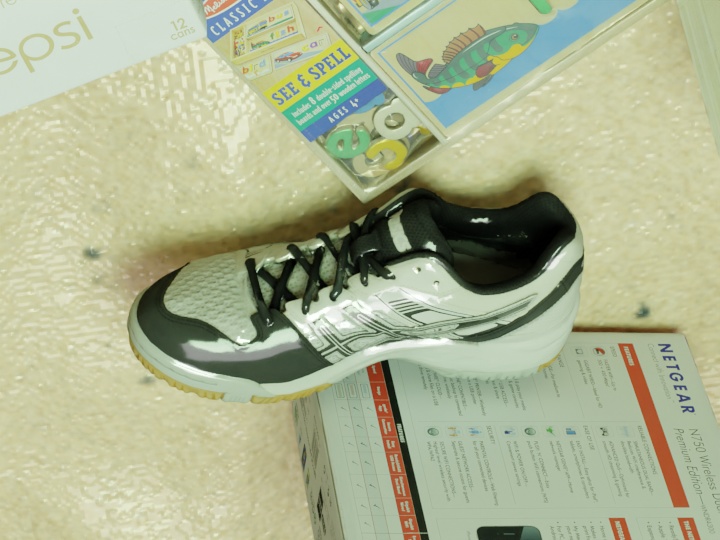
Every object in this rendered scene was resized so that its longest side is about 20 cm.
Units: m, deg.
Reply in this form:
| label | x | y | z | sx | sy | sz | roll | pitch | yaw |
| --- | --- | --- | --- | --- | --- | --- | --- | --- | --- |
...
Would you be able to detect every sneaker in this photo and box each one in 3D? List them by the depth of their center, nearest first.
| label | x | y | z | sx | sy | sz | roll | pitch | yaw |
| --- | --- | --- | --- | --- | --- | --- | --- | --- | --- |
| sneaker | 0.000 | 0.000 | 1.134 | 0.199 | 0.076 | 0.088 | -6 | 142 | -18 |

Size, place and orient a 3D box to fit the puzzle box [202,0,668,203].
| label | x | y | z | sx | sy | sz | roll | pitch | yaw |
| --- | --- | --- | --- | --- | --- | --- | --- | --- | --- |
| puzzle box | 0.040 | -0.125 | 1.078 | 0.200 | 0.025 | 0.133 | -34 | 125 | 17 |

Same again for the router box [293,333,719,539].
| label | x | y | z | sx | sy | sz | roll | pitch | yaw |
| --- | --- | --- | --- | --- | --- | --- | --- | --- | --- |
| router box | 0.072 | 0.106 | 1.143 | 0.179 | 0.200 | 0.049 | 1 | 127 | -10 |

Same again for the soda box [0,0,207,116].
| label | x | y | z | sx | sy | sz | roll | pitch | yaw |
| --- | --- | --- | --- | --- | --- | --- | --- | --- | --- |
| soda box | -0.164 | -0.097 | 1.042 | 0.199 | 0.064 | 0.068 | -20 | 128 | 8 |

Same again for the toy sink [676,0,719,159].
| label | x | y | z | sx | sy | sz | roll | pitch | yaw |
| --- | --- | --- | --- | --- | --- | --- | --- | --- | --- |
| toy sink | 0.241 | -0.106 | 1.024 | 0.130 | 0.112 | 0.200 | 13 | 142 | -36 |
